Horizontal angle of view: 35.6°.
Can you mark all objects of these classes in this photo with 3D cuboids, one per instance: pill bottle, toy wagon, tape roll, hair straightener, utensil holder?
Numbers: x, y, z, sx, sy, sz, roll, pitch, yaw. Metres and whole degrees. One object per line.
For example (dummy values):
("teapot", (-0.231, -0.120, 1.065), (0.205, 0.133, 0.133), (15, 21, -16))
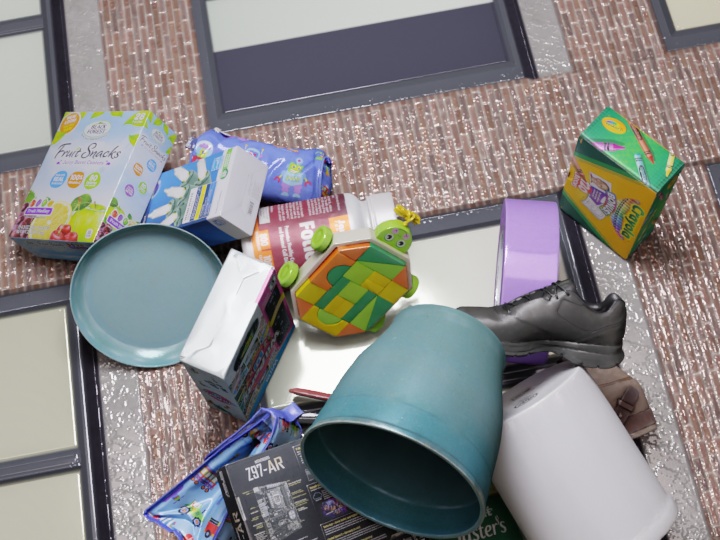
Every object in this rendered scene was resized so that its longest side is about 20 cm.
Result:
("pill bottle", (-0.051, -0.038, 1.457), (0.199, 0.114, 0.115), (-10, 68, -1))
("toy wagon", (0.000, 0.000, 1.395), (0.200, 0.155, 0.040), (-46, 33, 27))
("tape roll", (0.201, 0.014, 1.378), (0.065, 0.200, 0.201), (3, 68, 5))
("hair straightener", (0.002, 0.200, 1.408), (0.199, 0.041, 0.077), (10, 83, 1))
("utensil holder", (0.235, 0.227, 1.275), (0.170, 0.170, 0.200), (-32, 92, -10))

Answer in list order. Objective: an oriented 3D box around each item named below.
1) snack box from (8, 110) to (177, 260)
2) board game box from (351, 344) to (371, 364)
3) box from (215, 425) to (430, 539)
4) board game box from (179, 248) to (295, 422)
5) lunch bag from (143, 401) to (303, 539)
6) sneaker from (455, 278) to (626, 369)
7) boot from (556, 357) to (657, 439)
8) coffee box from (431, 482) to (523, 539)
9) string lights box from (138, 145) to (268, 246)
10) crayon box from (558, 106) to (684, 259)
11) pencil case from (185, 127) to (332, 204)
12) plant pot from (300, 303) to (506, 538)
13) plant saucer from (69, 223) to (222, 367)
("snack box", (-0.356, -0.114, 1.495), (0.168, 0.068, 0.201), (3, 64, 34))
("board game box", (0.078, 0.149, 1.338), (0.157, 0.039, 0.200), (-13, 57, -23))
("box", (-0.039, 0.259, 1.224), (0.199, 0.044, 0.161), (-16, 80, -27))
("board game box", (-0.146, 0.085, 1.366), (0.064, 0.200, 0.148), (21, 71, 11))
("lunch bag", (-0.134, 0.239, 1.312), (0.094, 0.151, 0.200), (39, 86, 16))
("sneaker", (0.202, 0.050, 1.252), (0.199, 0.076, 0.091), (6, 109, -6))
("boot", (0.259, 0.192, 1.380), (0.200, 0.070, 0.146), (-38, 82, 0))
("coffee box", (0.144, 0.352, 1.300), (0.123, 0.044, 0.201), (-4, 63, -34))
("string lights box", (-0.216, -0.082, 1.451), (0.199, 0.059, 0.103), (-13, 56, 40))
("crayon box", (0.326, -0.106, 1.421), (0.119, 0.200, 0.058), (41, 74, 17))
("pencil case", (-0.135, -0.138, 1.520), (0.199, 0.078, 0.087), (11, 91, 6))
("plant pot", (0.064, 0.147, 1.182), (0.199, 0.200, 0.188), (20, 53, 10))
("plant saucer", (-0.267, 0.029, 1.427), (0.199, 0.201, 0.027), (-15, 25, -3))
